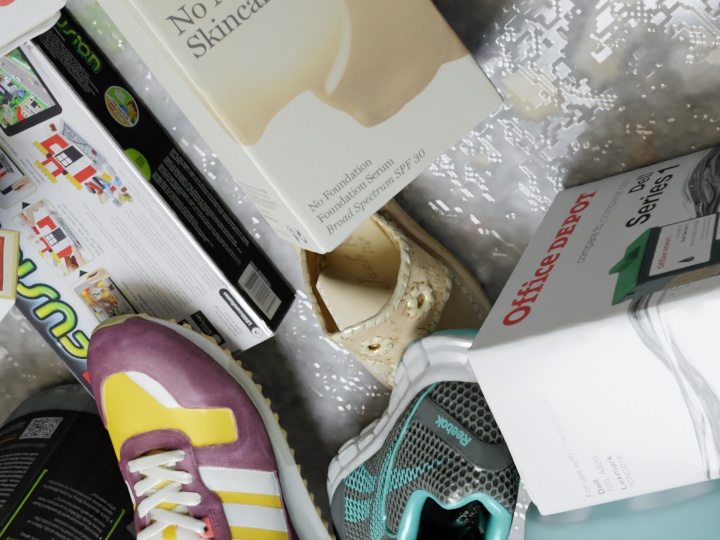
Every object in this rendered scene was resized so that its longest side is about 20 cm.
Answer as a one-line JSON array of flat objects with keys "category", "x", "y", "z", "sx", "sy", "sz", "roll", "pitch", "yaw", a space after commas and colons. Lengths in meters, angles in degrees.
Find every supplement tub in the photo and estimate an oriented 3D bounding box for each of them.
[{"category": "supplement tub", "x": -0.153, "y": 0.154, "z": 1.185, "sx": 0.122, "sy": 0.200, "sz": 0.123, "roll": 10, "pitch": 124, "yaw": 15}]

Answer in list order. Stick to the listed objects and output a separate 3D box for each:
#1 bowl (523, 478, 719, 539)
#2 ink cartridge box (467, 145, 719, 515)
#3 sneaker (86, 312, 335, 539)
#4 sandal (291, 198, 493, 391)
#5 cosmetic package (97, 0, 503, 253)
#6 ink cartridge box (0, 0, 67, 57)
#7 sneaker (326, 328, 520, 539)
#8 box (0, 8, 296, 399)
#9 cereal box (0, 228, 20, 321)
[{"category": "bowl", "x": 0.148, "y": 0.117, "z": 1.069, "sx": 0.200, "sy": 0.201, "sz": 0.105, "roll": -15, "pitch": 96, "yaw": 29}, {"category": "ink cartridge box", "x": 0.159, "y": 0.010, "z": 1.003, "sx": 0.200, "sy": 0.146, "sz": 0.084, "roll": -16, "pitch": 112, "yaw": 28}, {"category": "sneaker", "x": -0.071, "y": 0.115, "z": 1.147, "sx": 0.075, "sy": 0.090, "sz": 0.200, "roll": -19, "pitch": 110, "yaw": 38}, {"category": "sandal", "x": -0.005, "y": 0.001, "z": 1.108, "sx": 0.077, "sy": 0.070, "sz": 0.212, "roll": -16, "pitch": 115, "yaw": 29}, {"category": "cosmetic package", "x": -0.045, "y": -0.116, "z": 1.018, "sx": 0.105, "sy": 0.071, "sz": 0.200, "roll": -42, "pitch": 107, "yaw": -9}, {"category": "ink cartridge box", "x": -0.230, "y": -0.157, "z": 1.003, "sx": 0.144, "sy": 0.084, "sz": 0.200, "roll": -33, "pitch": 111, "yaw": -9}, {"category": "sneaker", "x": 0.028, "y": 0.110, "z": 1.129, "sx": 0.077, "sy": 0.091, "sz": 0.200, "roll": 7, "pitch": 146, "yaw": -8}, {"category": "box", "x": -0.133, "y": -0.033, "z": 1.158, "sx": 0.110, "sy": 0.035, "sz": 0.200, "roll": -28, "pitch": 109, "yaw": 33}, {"category": "cereal box", "x": -0.262, "y": 0.007, "z": 1.111, "sx": 0.199, "sy": 0.040, "sz": 0.144, "roll": 8, "pitch": 160, "yaw": -19}]
